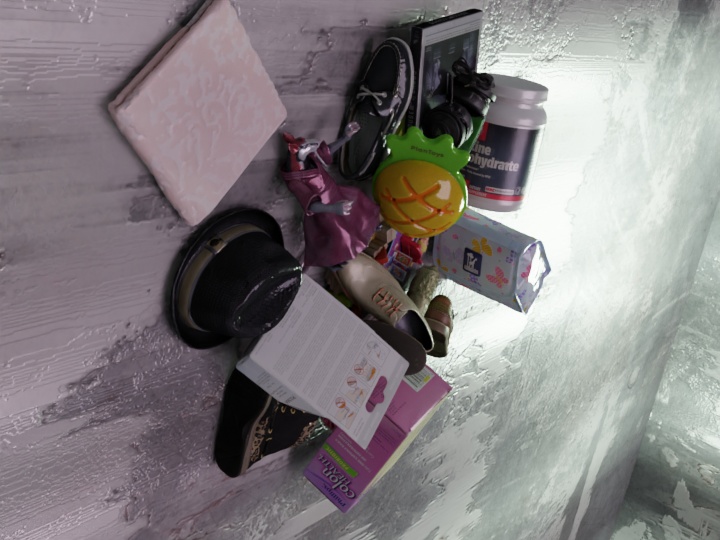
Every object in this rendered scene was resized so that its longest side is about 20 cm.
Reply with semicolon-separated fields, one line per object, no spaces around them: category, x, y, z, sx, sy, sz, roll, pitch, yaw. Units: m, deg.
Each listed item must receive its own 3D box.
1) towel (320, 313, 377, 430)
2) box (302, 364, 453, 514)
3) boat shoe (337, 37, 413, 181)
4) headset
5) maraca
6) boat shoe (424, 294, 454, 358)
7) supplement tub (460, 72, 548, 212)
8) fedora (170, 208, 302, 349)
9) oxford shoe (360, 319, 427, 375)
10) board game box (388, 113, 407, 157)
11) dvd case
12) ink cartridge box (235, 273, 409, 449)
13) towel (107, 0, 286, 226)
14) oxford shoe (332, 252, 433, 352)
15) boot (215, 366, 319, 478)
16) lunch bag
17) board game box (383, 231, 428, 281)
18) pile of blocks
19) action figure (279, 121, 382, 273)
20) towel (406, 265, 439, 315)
towel;0.007;0.144;1.486;0.146;0.030;0.201;-32;145;-60
box;0.028;0.253;1.487;0.176;0.097;0.201;-32;158;-56
boat shoe;0.019;-0.217;1.284;0.060;0.075;0.201;-19;124;-57
headset;0.150;-0.219;1.323;0.124;0.094;0.200;-53;156;-20
maraca;0.083;-0.120;1.295;0.201;0.136;0.108;97;5;-54
boat shoe;0.129;0.097;1.606;0.200;0.071;0.068;109;3;-73
supplement tub;0.223;-0.208;1.528;0.140;0.140;0.201;-17;124;-50
fedora;-0.141;0.023;1.182;0.200;0.091;0.202;-34;137;-40
oxford shoe;0.003;0.101;1.356;0.071;0.199;0.072;-1;106;-77
board game box;0.077;-0.218;1.393;0.201;0.047;0.102;-63;148;-5
dvd case;0.118;-0.264;1.357;0.150;0.025;0.201;-29;132;-43
ink cartridge box;-0.046;0.125;1.261;0.047;0.200;0.160;-37;-164;49
towel;-0.177;-0.178;1.060;0.192;0.032;0.200;-55;147;-20
oxford shoe;0.039;0.042;1.361;0.200;0.074;0.071;44;83;-18
boot;-0.120;0.190;1.339;0.150;0.073;0.201;-9;121;-52
lunch bag;0.218;-0.023;1.602;0.128;0.169;0.200;-59;155;-11
board game box;0.100;-0.057;1.495;0.158;0.039;0.201;-24;139;-61
pile of blocks;0.000;0.000;1.406;0.082;0.062;0.201;11;100;-58
action figure;-0.056;-0.106;1.251;0.200;0.148;0.135;54;38;-34
towel;0.083;0.065;1.520;0.200;0.036;0.149;106;5;-86
